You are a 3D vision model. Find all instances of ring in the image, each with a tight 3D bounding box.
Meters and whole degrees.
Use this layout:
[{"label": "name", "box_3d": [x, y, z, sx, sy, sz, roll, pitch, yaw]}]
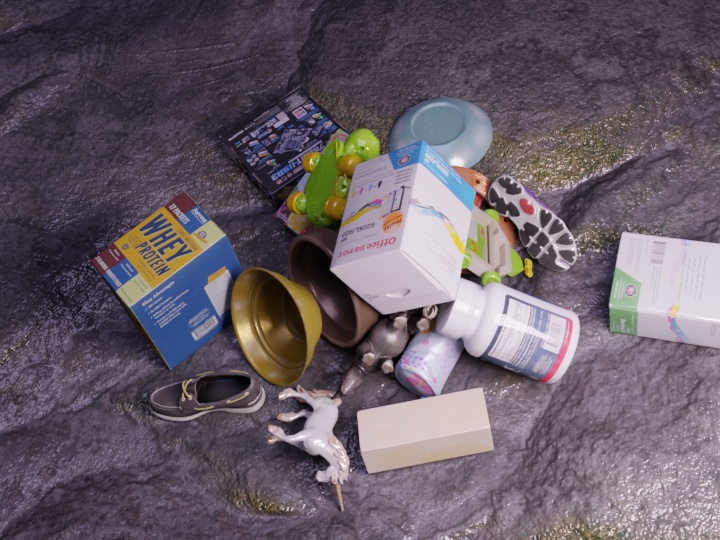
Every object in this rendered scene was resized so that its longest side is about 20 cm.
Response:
[{"label": "ring", "box_3d": [0.176, -0.085, 1.762, 0.198, 0.019, 0.203, 10, 65, -21]}]

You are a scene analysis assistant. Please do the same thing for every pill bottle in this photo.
[{"label": "pill bottle", "box_3d": [0.223, 0.086, 1.578, 0.198, 0.120, 0.121, 21, 58, -7]}]

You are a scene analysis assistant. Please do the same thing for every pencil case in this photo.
[{"label": "pencil case", "box_3d": [0.135, 0.109, 1.653, 0.083, 0.091, 0.201, 9, 54, 45]}]

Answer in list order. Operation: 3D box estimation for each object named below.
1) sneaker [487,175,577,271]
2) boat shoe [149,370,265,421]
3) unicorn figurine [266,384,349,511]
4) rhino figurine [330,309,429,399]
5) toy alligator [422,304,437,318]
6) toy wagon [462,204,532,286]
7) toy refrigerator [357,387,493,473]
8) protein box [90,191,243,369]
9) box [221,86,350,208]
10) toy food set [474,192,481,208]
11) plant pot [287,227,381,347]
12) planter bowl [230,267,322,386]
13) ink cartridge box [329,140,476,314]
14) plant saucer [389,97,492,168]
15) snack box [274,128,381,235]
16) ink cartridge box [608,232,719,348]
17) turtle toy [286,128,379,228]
[{"label": "sneaker", "box_3d": [0.306, -0.088, 1.755, 0.081, 0.083, 0.201, -48, 65, 29]}, {"label": "boat shoe", "box_3d": [-0.260, 0.201, 1.697, 0.198, 0.061, 0.072, -7, 54, 9]}, {"label": "unicorn figurine", "box_3d": [-0.074, 0.255, 1.603, 0.135, 0.074, 0.202, 9, 52, 6]}, {"label": "rhino figurine", "box_3d": [0.024, 0.133, 1.623, 0.200, 0.060, 0.087, -47, 13, 4]}, {"label": "toy alligator", "box_3d": [0.115, 0.015, 1.640, 0.059, 0.054, 0.201, -30, 39, 24]}, {"label": "toy wagon", "box_3d": [0.205, -0.040, 1.699, 0.039, 0.199, 0.156, -36, 34, 36]}, {"label": "toy refrigerator", "box_3d": [0.099, 0.247, 1.576, 0.197, 0.070, 0.077, -12, 47, 5]}, {"label": "protein box", "box_3d": [-0.311, 0.019, 1.750, 0.198, 0.201, 0.135, -38, 55, -14]}, {"label": "box", "box_3d": [-0.138, -0.241, 1.984, 0.199, 0.050, 0.199, -35, 56, -12]}, {"label": "toy food set", "box_3d": [0.113, -0.104, 1.828, 0.195, 0.049, 0.202, 8, 57, 18]}, {"label": "plant pot", "box_3d": [0.000, 0.000, 1.714, 0.174, 0.202, 0.200, -29, 52, -30]}, {"label": "planter bowl", "box_3d": [-0.123, 0.081, 1.699, 0.083, 0.202, 0.200, -21, 46, -40]}, {"label": "ink cartridge box", "box_3d": [0.066, -0.061, 1.571, 0.146, 0.144, 0.202, -15, 49, 39]}, {"label": "plant saucer", "box_3d": [0.149, -0.264, 1.937, 0.198, 0.039, 0.203, -6, 55, 9]}, {"label": "snack box", "box_3d": [-0.043, -0.136, 1.852, 0.142, 0.053, 0.201, 36, 88, 30]}, {"label": "ink cartridge box", "box_3d": [0.500, 0.031, 1.616, 0.197, 0.088, 0.147, 7, 58, 20]}, {"label": "turtle toy", "box_3d": [-0.031, -0.154, 1.761, 0.145, 0.101, 0.202, 12, 79, 50]}]
